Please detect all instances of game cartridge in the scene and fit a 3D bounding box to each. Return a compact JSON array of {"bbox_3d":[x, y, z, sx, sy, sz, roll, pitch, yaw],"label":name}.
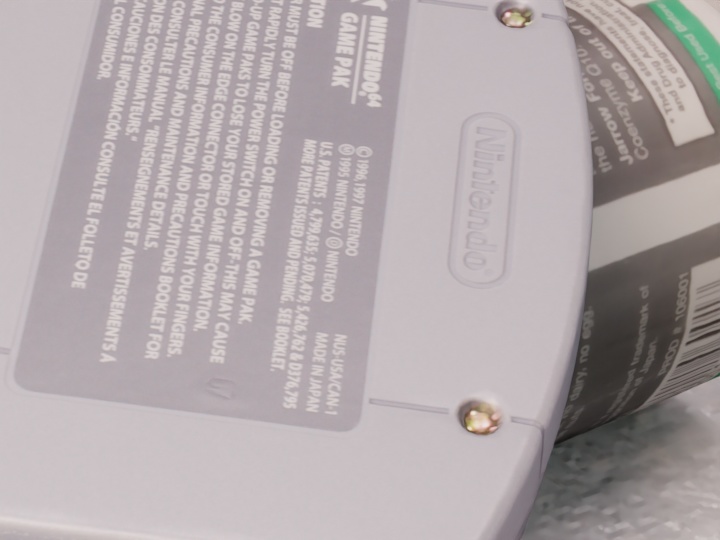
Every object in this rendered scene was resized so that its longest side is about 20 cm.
[{"bbox_3d":[-0.020,-0.009,0.606,0.133,0.041,0.201,5,45,3],"label":"game cartridge"}]

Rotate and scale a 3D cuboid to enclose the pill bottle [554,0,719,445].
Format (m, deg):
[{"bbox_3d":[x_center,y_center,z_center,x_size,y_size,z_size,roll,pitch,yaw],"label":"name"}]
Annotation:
[{"bbox_3d":[0.000,0.000,0.710,0.199,0.114,0.113,-18,41,-35],"label":"pill bottle"}]

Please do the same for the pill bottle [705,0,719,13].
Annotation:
[{"bbox_3d":[0.166,-0.100,0.863,0.112,0.113,0.200,29,27,29],"label":"pill bottle"}]
